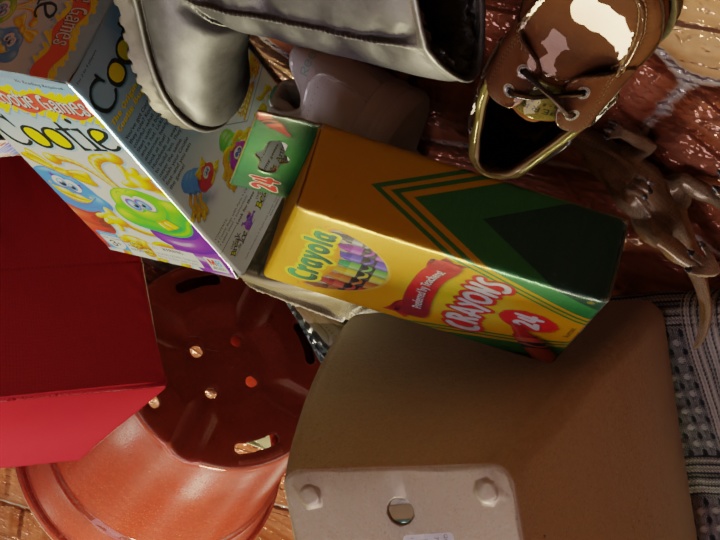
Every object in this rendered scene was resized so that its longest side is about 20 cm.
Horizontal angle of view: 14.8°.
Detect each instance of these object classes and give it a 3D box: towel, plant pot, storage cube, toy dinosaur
[{"bbox_3d":[0.179,0.109,1.604,0.192,0.035,0.200,-5,106,41],"label":"towel"},{"bbox_3d":[-0.121,0.094,1.905,0.201,0.201,0.195,28,152,-8],"label":"plant pot"},{"bbox_3d":[-0.246,0.028,1.759,0.180,0.171,0.200,-4,162,-28],"label":"storage cube"},{"bbox_3d":[0.159,-0.032,1.460,0.200,0.058,0.101,46,168,-27],"label":"toy dinosaur"},{"bbox_3d":[0.061,0.141,1.549,0.200,0.177,0.200,-3,106,26],"label":"plant pot"}]

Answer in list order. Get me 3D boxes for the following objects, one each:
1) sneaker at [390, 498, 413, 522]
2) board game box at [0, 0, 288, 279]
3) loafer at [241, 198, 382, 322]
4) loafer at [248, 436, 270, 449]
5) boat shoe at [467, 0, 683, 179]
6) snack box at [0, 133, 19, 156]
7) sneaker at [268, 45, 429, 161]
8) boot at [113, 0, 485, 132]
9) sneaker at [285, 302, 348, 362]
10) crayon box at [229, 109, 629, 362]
[{"bbox_3d":[0.087,0.152,1.956,0.200,0.081,0.077,0,153,10],"label":"sneaker"},{"bbox_3d":[-0.129,-0.097,1.537,0.103,0.105,0.200,12,156,34],"label":"board game box"},{"bbox_3d":[0.000,0.000,1.668,0.200,0.076,0.067,12,150,33],"label":"loafer"},{"bbox_3d":[-0.012,0.150,2.066,0.200,0.068,0.076,22,160,8],"label":"loafer"},{"bbox_3d":[0.099,-0.097,1.320,0.072,0.068,0.200,27,159,1],"label":"boat shoe"},{"bbox_3d":[-0.221,-0.100,1.589,0.072,0.024,0.200,57,-173,0],"label":"snack box"},{"bbox_3d":[-0.016,-0.068,1.549,0.088,0.075,0.200,34,154,9],"label":"sneaker"},{"bbox_3d":[-0.026,-0.125,1.398,0.200,0.073,0.182,8,148,25],"label":"boot"},{"bbox_3d":[0.021,0.042,1.749,0.078,0.086,0.200,59,170,-25],"label":"sneaker"},{"bbox_3d":[0.027,-0.016,1.450,0.200,0.051,0.127,17,162,-4],"label":"crayon box"}]
